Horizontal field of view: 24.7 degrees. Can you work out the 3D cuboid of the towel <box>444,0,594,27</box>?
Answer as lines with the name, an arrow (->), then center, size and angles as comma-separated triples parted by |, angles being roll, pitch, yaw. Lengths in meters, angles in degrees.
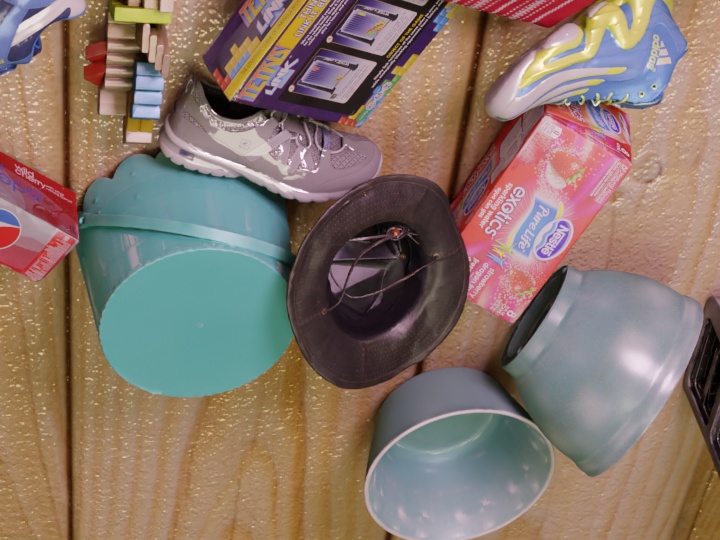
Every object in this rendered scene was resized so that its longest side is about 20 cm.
towel -> 0.124, -0.239, 1.260 | 0.198, 0.023, 0.144 | 7, 157, -39

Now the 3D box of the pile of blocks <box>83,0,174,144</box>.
pile of blocks -> -0.190, -0.176, 1.327 | 0.061, 0.083, 0.202 | 1, 131, -15

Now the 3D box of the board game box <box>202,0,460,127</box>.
board game box -> -0.007, -0.213, 1.321 | 0.164, 0.057, 0.200 | 8, 132, -49

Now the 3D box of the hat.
hat -> 0.000, 0.000, 1.444 | 0.199, 0.081, 0.203 | -16, 120, -30

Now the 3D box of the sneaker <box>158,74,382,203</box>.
sneaker -> -0.070, -0.115, 1.414 | 0.198, 0.075, 0.082 | 8, 130, -20

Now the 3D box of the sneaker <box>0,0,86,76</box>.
sneaker -> -0.303, -0.180, 1.302 | 0.199, 0.074, 0.082 | -35, 132, 18

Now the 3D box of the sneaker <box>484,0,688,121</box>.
sneaker -> 0.201, -0.165, 1.377 | 0.199, 0.076, 0.105 | -38, 95, -15

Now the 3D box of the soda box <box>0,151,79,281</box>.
soda box -> -0.336, -0.070, 1.392 | 0.199, 0.070, 0.063 | 31, 117, -33

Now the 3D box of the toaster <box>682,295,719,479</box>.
toaster -> 0.423, 0.131, 1.685 | 0.117, 0.182, 0.202 | -2, 132, -10

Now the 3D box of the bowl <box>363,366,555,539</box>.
bowl -> 0.092, 0.177, 1.695 | 0.198, 0.106, 0.202 | -7, 132, -8

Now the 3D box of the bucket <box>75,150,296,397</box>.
bucket -> -0.150, 0.003, 1.459 | 0.204, 0.136, 0.209 | -8, 133, -9

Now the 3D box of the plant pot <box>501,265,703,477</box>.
plant pot -> 0.222, 0.079, 1.601 | 0.133, 0.201, 0.201 | 33, 120, -4

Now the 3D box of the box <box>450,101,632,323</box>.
box -> 0.153, -0.066, 1.483 | 0.095, 0.100, 0.201 | 28, 121, -10
